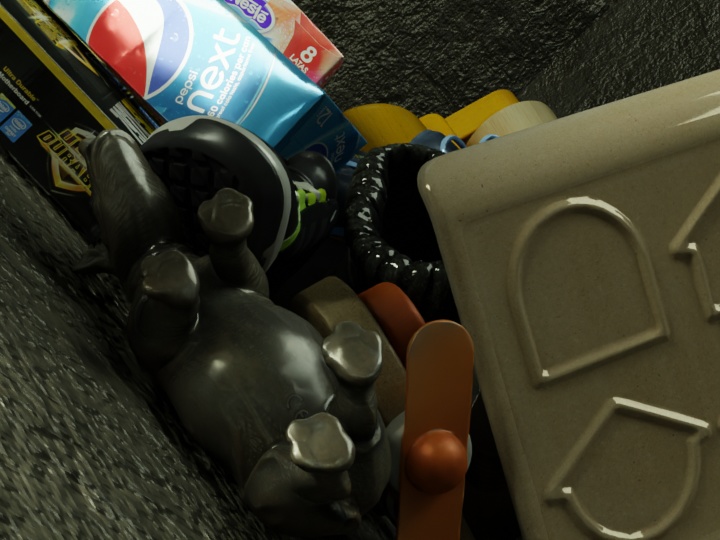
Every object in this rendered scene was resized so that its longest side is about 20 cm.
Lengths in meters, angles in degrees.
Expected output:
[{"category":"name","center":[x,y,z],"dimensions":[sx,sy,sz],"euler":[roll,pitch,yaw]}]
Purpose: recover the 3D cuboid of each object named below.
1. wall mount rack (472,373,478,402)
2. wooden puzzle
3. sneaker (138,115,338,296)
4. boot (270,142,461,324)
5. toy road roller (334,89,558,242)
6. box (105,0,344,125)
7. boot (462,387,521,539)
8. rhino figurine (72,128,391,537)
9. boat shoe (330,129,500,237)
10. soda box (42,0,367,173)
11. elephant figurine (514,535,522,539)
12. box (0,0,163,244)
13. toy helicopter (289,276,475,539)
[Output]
[{"category":"wall mount rack","center":[0.071,0.086,0.976],"dimensions":[0.174,0.075,0.200],"euler":[44,-34,6]},{"category":"wooden puzzle","center":[0.124,0.031,0.670],"dimensions":[0.046,0.185,0.201],"euler":[-17,-89,66]},{"category":"sneaker","center":[-0.048,-0.033,0.714],"dimensions":[0.072,0.083,0.200],"euler":[48,-17,4]},{"category":"boot","center":[0.003,0.000,0.829],"dimensions":[0.211,0.079,0.158],"euler":[-129,-150,-47]},{"category":"toy road roller","center":[0.052,-0.049,1.056],"dimensions":[0.123,0.200,0.146],"euler":[58,-7,31]},{"category":"box","center":[-0.091,-0.110,1.016],"dimensions":[0.095,0.103,0.200],"euler":[46,-13,-4]},{"category":"boot","center":[0.101,0.042,0.767],"dimensions":[0.070,0.200,0.146],"euler":[37,-12,20]},{"category":"rhino figurine","center":[-0.055,0.017,0.609],"dimensions":[0.200,0.060,0.088],"euler":[48,-25,29]},{"category":"boat shoe","center":[0.034,-0.047,0.924],"dimensions":[0.199,0.069,0.084],"euler":[7,0,15]},{"category":"soda box","center":[-0.091,-0.113,0.845],"dimensions":[0.200,0.064,0.068],"euler":[43,0,25]},{"category":"elephant figurine","center":[0.149,0.185,0.719],"dimensions":[0.200,0.142,0.155],"euler":[41,16,19]},{"category":"box","center":[-0.161,-0.097,0.820],"dimensions":[0.160,0.049,0.200],"euler":[48,2,-9]},{"category":"toy helicopter","center":[0.030,0.093,0.648],"dimensions":[0.200,0.079,0.132],"euler":[62,-17,3]}]
